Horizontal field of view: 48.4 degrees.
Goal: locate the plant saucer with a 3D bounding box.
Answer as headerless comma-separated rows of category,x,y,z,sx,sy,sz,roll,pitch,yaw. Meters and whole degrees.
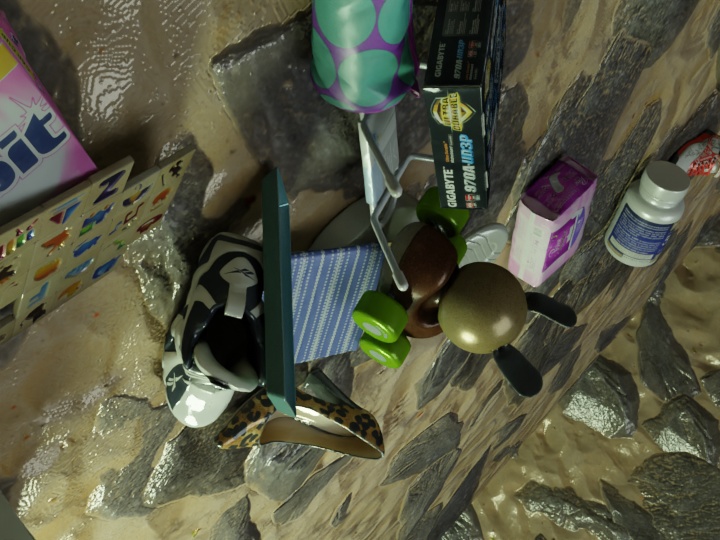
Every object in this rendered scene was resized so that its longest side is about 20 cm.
plant saucer,-0.069,0.018,0.677,0.019,0.203,0.070,-4,158,2

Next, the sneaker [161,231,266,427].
sneaker,-0.127,0.082,0.686,0.079,0.130,0.201,20,115,-17

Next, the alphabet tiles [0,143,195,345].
alphabet tiles,-0.191,-0.011,0.519,0.200,0.008,0.167,-43,177,-41

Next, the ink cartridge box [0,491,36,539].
ink cartridge box,-0.340,0.295,0.628,0.199,0.144,0.147,-30,148,-35

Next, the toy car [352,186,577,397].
toy car,0.117,0.041,0.837,0.165,0.198,0.158,-57,162,-19

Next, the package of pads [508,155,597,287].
package of pads,0.298,-0.071,1.262,0.120,0.075,0.201,-42,154,-19

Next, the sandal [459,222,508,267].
sandal,0.110,-0.003,1.085,0.202,0.050,0.082,-43,142,15

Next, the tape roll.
tape roll,0.000,0.000,0.911,0.202,0.037,0.204,-38,152,-24

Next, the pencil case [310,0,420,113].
pencil case,0.011,-0.213,0.569,0.091,0.086,0.201,3,141,-4

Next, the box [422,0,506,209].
box,0.094,-0.177,0.675,0.160,0.045,0.203,71,27,-60

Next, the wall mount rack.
wall mount rack,0.035,-0.092,0.731,0.201,0.074,0.175,81,29,-48

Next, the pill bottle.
pill bottle,0.583,-0.116,1.622,0.119,0.119,0.201,-33,151,-31

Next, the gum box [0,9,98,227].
gum box,-0.241,-0.043,0.410,0.200,0.066,0.114,-44,156,-14

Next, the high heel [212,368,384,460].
high heel,-0.065,0.199,0.953,0.199,0.142,0.072,-21,144,-46

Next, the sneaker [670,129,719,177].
sneaker,0.761,-0.236,1.764,0.200,0.108,0.068,-32,151,-33

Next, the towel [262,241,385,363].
towel,-0.070,0.039,0.809,0.198,0.024,0.146,-8,130,-35
